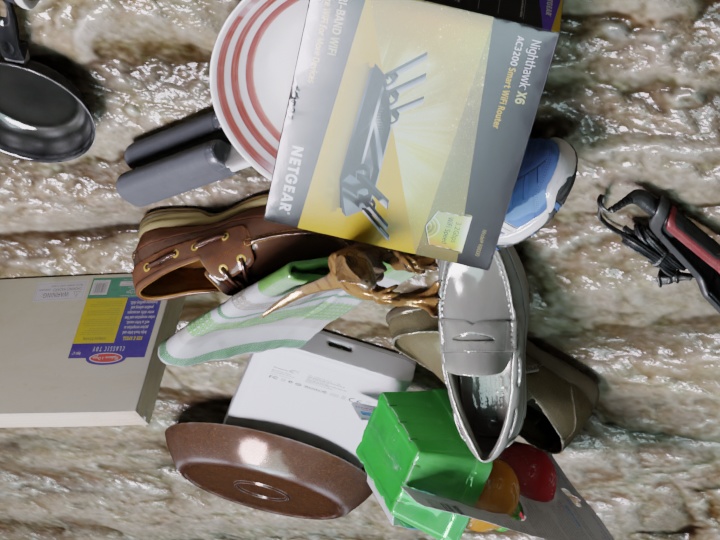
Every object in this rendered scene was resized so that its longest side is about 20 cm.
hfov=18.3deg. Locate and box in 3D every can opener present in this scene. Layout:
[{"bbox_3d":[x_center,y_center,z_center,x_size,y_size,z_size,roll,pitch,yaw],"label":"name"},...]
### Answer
[{"bbox_3d":[-0.094,-0.083,1.607,0.200,0.053,0.066,-13,141,39],"label":"can opener"}]

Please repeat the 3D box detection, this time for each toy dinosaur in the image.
[{"bbox_3d":[0.000,0.000,1.554,0.106,0.061,0.200,8,170,-10],"label":"toy dinosaur"}]

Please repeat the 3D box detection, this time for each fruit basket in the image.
[{"bbox_3d":[0.101,0.176,1.839,0.200,0.185,0.094,22,106,-26],"label":"fruit basket"}]

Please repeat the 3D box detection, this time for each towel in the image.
[{"bbox_3d":[-0.050,0.029,1.724,0.149,0.031,0.200,-11,168,-38],"label":"towel"}]

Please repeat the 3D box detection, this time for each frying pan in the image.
[{"bbox_3d":[-0.258,-0.141,1.600,0.115,0.031,0.190,0,144,23],"label":"frying pan"}]

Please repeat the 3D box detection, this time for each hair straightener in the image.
[{"bbox_3d":[0.234,0.001,1.622,0.200,0.041,0.077,32,145,-29],"label":"hair straightener"}]

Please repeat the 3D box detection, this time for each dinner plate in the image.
[{"bbox_3d":[0.000,-0.124,1.483,0.199,0.024,0.201,4,130,5],"label":"dinner plate"}]

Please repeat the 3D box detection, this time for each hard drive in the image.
[{"bbox_3d":[-0.039,0.110,1.937,0.132,0.027,0.200,17,149,-5],"label":"hard drive"}]

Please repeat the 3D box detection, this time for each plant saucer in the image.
[{"bbox_3d":[-0.086,0.188,2.044,0.200,0.035,0.200,12,162,4],"label":"plant saucer"}]

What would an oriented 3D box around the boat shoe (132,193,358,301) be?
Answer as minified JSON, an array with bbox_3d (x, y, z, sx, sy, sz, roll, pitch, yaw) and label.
[{"bbox_3d":[-0.089,-0.010,1.713,0.200,0.068,0.072,-6,145,30],"label":"boat shoe"}]

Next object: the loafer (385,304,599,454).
[{"bbox_3d":[0.106,0.085,1.790,0.200,0.068,0.076,26,148,-20],"label":"loafer"}]

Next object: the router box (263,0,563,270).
[{"bbox_3d":[0.032,-0.104,1.446,0.157,0.052,0.200,12,130,-1],"label":"router box"}]

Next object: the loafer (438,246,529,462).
[{"bbox_3d":[0.094,0.054,1.691,0.070,0.070,0.201,-2,122,15],"label":"loafer"}]

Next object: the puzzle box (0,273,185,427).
[{"bbox_3d":[-0.246,0.067,1.844,0.199,0.133,0.025,-2,147,27],"label":"puzzle box"}]

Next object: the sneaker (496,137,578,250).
[{"bbox_3d":[0.059,-0.059,1.560,0.200,0.076,0.077,-11,146,35],"label":"sneaker"}]

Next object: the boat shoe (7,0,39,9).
[{"bbox_3d":[-0.240,-0.242,1.381,0.060,0.074,0.200,5,146,15],"label":"boat shoe"}]
